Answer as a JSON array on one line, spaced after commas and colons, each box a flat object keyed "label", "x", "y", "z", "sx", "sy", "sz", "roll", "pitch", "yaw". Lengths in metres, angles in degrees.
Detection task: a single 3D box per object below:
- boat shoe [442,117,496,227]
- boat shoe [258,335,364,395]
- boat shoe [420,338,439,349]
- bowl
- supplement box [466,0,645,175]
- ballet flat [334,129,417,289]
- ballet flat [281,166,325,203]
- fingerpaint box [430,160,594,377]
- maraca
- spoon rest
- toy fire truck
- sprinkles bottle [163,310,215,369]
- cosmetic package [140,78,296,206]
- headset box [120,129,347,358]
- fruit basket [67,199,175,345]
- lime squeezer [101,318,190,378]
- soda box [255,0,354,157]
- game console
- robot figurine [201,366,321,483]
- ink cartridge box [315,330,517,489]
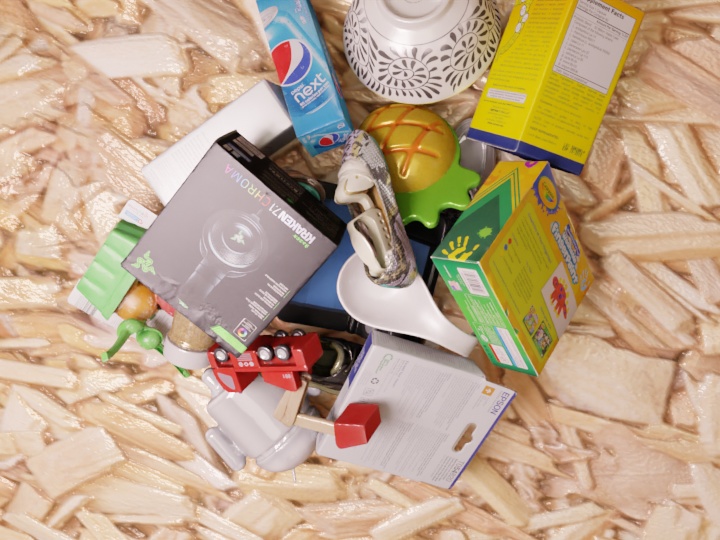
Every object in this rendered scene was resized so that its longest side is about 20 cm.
[{"label": "boat shoe", "x": 0.130, "y": -0.099, "z": 0.886, "sx": 0.072, "sy": 0.069, "sz": 0.200, "roll": 18, "pitch": 102, "yaw": 2}, {"label": "boat shoe", "x": -0.037, "y": 0.126, "z": 0.912, "sx": 0.201, "sy": 0.066, "sz": 0.072, "roll": 8, "pitch": 64, "yaw": -18}, {"label": "boat shoe", "x": 0.080, "y": 0.173, "z": 0.943, "sx": 0.069, "sy": 0.071, "sz": 0.200, "roll": 19, "pitch": 111, "yaw": -1}, {"label": "bowl", "x": 0.068, "y": -0.311, "z": 0.811, "sx": 0.201, "sy": 0.094, "sz": 0.201, "roll": -2, "pitch": 80, "yaw": 10}, {"label": "supplement box", "x": 0.229, "y": -0.232, "z": 0.814, "sx": 0.109, "sy": 0.110, "sz": 0.200, "roll": 13, "pitch": 103, "yaw": -28}, {"label": "ballet flat", "x": 0.008, "y": -0.072, "z": 0.784, "sx": 0.072, "sy": 0.072, "sz": 0.200, "roll": -20, "pitch": 80, "yaw": 9}, {"label": "ballet flat", "x": -0.111, "y": -0.098, "z": 0.876, "sx": 0.200, "sy": 0.067, "sz": 0.068, "roll": -15, "pitch": 128, "yaw": 42}, {"label": "fingerpaint box", "x": 0.189, "y": -0.003, "z": 0.815, "sx": 0.167, "sy": 0.073, "sz": 0.200, "roll": -52, "pitch": 128, "yaw": -24}, {"label": "maraca", "x": 0.064, "y": -0.134, "z": 0.845, "sx": 0.137, "sy": 0.107, "sz": 0.200, "roll": -30, "pitch": 56, "yaw": 0}, {"label": "spoon rest", "x": 0.064, "y": 0.045, "z": 0.834, "sx": 0.200, "sy": 0.061, "sz": 0.099, "roll": 31, "pitch": 100, "yaw": -8}, {"label": "toy fire truck", "x": -0.085, "y": 0.145, "z": 0.837, "sx": 0.200, "sy": 0.049, "sz": 0.141, "roll": -6, "pitch": 110, "yaw": 27}, {"label": "sprinkles bottle", "x": -0.203, "y": 0.029, "z": 0.888, "sx": 0.068, "sy": 0.068, "sz": 0.200, "roll": 20, "pitch": 107, "yaw": 2}, {"label": "cosmetic package", "x": -0.175, "y": -0.161, "z": 0.891, "sx": 0.200, "sy": 0.101, "sz": 0.071, "roll": -33, "pitch": 95, "yaw": 10}, {"label": "headset box", "x": -0.147, "y": -0.025, "z": 0.781, "sx": 0.174, "sy": 0.093, "sz": 0.200, "roll": 41, "pitch": 108, "yaw": -8}, {"label": "fruit basket", "x": -0.278, "y": 0.022, "z": 0.952, "sx": 0.200, "sy": 0.094, "sz": 0.185, "roll": 30, "pitch": 110, "yaw": -21}, {"label": "lime squeezer", "x": -0.288, "y": 0.100, "z": 0.915, "sx": 0.038, "sy": 0.200, "sz": 0.071, "roll": -40, "pitch": 69, "yaw": 2}, {"label": "soda box", "x": -0.068, "y": -0.250, "z": 0.846, "sx": 0.064, "sy": 0.068, "sz": 0.200, "roll": -20, "pitch": 75, "yaw": 9}, {"label": "game console", "x": 0.000, "y": 0.000, "z": 0.888, "sx": 0.171, "sy": 0.118, "sz": 0.200, "roll": 24, "pitch": 106, "yaw": 42}, {"label": "robot figurine", "x": -0.132, "y": 0.197, "z": 0.944, "sx": 0.170, "sy": 0.113, "sz": 0.200, "roll": -42, "pitch": 93, "yaw": -8}, {"label": "ink cartridge box", "x": 0.068, "y": 0.187, "z": 0.883, "sx": 0.200, "sy": 0.041, "sz": 0.200, "roll": 20, "pitch": 119, "yaw": -12}]
